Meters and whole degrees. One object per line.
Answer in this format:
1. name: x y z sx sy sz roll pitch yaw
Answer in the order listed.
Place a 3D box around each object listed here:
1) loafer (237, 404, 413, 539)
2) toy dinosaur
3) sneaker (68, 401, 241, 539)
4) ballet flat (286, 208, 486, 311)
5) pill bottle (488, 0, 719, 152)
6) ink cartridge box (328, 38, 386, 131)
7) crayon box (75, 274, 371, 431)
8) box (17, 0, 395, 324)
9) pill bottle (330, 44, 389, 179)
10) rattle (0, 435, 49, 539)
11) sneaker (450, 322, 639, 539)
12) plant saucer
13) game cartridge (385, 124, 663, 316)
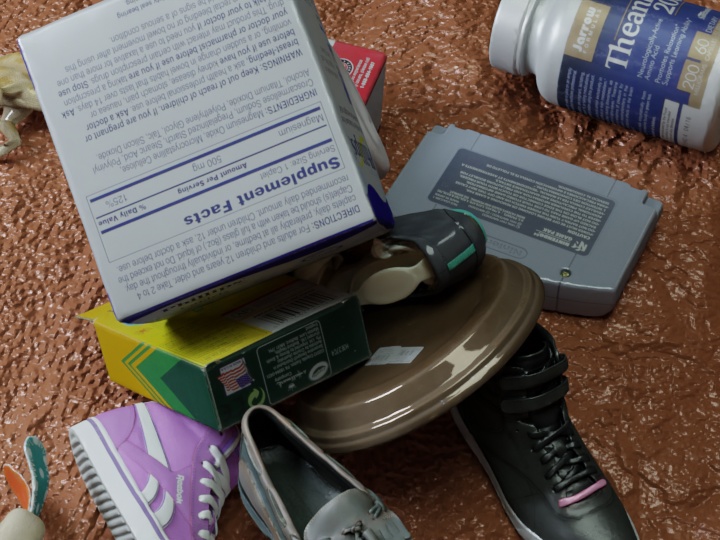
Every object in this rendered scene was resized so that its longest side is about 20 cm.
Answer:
1. loafer: -0.023 0.152 1.099 0.071 0.063 0.200 -27 37 -22
2. toy dinosaur: -0.283 -0.143 1.468 0.198 0.059 0.101 21 49 17
3. sneaker: -0.108 0.156 1.187 0.113 0.073 0.201 -16 49 -20
4. ballet flat: 0.000 0.000 1.265 0.199 0.073 0.073 -11 33 44
5. pill bottle: 0.211 -0.178 1.474 0.198 0.112 0.111 19 49 16
6. ink cartridge box: -0.094 -0.123 1.432 0.198 0.084 0.145 16 48 9
7. crayon box: -0.099 0.045 1.256 0.126 0.051 0.199 -25 22 -28
8. box: -0.098 -0.089 1.186 0.182 0.105 0.202 -21 85 7
9. pill bottle: -0.089 -0.075 1.295 0.199 0.114 0.114 -27 48 7
10. rattle: -0.195 0.208 1.139 0.141 0.131 0.200 18 21 1
11. sneaker: 0.125 0.113 1.211 0.070 0.100 0.200 -21 52 -22
12. plant saucer: 0.034 0.050 1.235 0.199 0.030 0.200 -29 21 12
13. game cartridge: 0.120 -0.038 1.395 0.198 0.042 0.134 21 54 17
